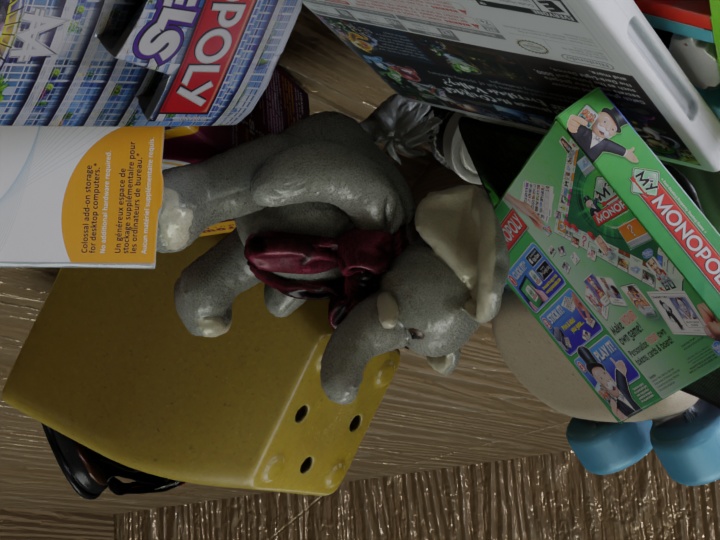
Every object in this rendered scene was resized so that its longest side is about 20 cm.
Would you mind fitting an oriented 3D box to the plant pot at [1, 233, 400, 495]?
[{"bbox_3d":[-0.091,0.060,1.100,0.200,0.196,0.194,28,-175,31],"label":"plant pot"}]

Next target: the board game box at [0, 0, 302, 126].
[{"bbox_3d":[-0.061,-0.134,0.610,0.199,0.062,0.201,-4,132,-39],"label":"board game box"}]

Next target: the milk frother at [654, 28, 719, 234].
[{"bbox_3d":[0.174,-0.069,0.827,0.199,0.189,0.181,-7,134,-4],"label":"milk frother"}]

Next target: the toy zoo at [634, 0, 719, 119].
[{"bbox_3d":[0.117,-0.129,0.709,0.199,0.021,0.131,21,157,28],"label":"toy zoo"}]

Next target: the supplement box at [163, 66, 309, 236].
[{"bbox_3d":[-0.110,-0.085,0.896,0.110,0.086,0.200,-9,166,16],"label":"supplement box"}]

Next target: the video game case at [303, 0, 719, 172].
[{"bbox_3d":[0.058,-0.112,0.733,0.199,0.023,0.182,18,168,36],"label":"video game case"}]

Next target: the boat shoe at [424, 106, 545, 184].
[{"bbox_3d":[0.130,-0.100,0.956,0.199,0.074,0.060,-16,-148,-20],"label":"boat shoe"}]

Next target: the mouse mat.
[{"bbox_3d":[0.132,-0.003,0.827,0.008,0.161,0.200,-35,-153,-17],"label":"mouse mat"}]

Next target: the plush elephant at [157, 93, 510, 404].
[{"bbox_3d":[0.000,0.000,0.851,0.200,0.155,0.165,-32,159,-18],"label":"plush elephant"}]

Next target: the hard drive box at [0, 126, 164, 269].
[{"bbox_3d":[-0.191,-0.084,0.705,0.199,0.157,0.077,0,-161,-17],"label":"hard drive box"}]

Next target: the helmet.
[{"bbox_3d":[-0.198,0.096,1.387,0.199,0.192,0.200,-15,-160,5],"label":"helmet"}]

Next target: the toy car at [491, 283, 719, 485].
[{"bbox_3d":[0.199,0.003,1.000,0.200,0.185,0.177,-39,-165,-24],"label":"toy car"}]

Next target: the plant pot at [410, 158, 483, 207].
[{"bbox_3d":[0.101,-0.036,1.141,0.200,0.093,0.201,-4,165,-1],"label":"plant pot"}]

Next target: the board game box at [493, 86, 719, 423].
[{"bbox_3d":[0.125,0.002,0.778,0.029,0.135,0.200,-35,172,-14],"label":"board game box"}]
